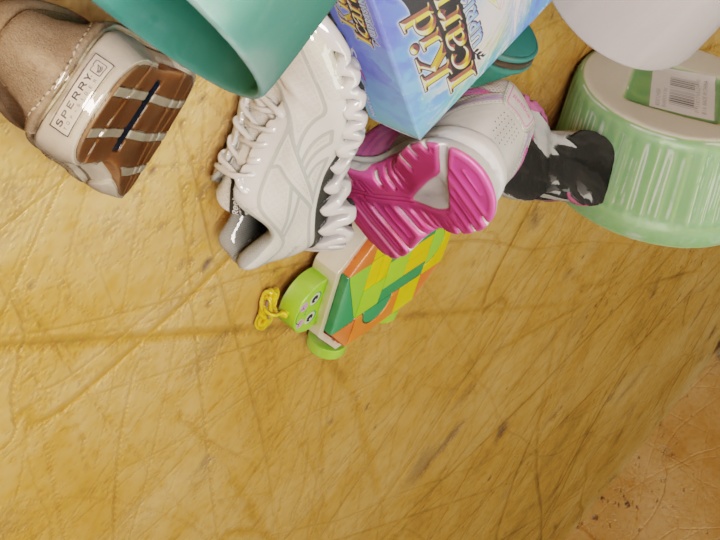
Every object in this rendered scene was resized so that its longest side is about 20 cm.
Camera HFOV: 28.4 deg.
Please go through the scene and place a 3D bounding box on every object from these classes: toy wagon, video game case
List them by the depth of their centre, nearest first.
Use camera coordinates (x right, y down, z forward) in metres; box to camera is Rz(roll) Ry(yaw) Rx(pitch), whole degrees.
[{"bbox_3d":[0.051,-0.204,0.771,0.181,0.045,0.201,-46,140,-19],"label":"video game case"},{"bbox_3d":[0.000,0.000,1.062,0.199,0.039,0.156,-34,151,-43],"label":"toy wagon"}]

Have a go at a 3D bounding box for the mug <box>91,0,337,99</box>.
[{"bbox_3d":[-0.066,-0.160,0.513,0.115,0.151,0.185,-53,159,-7],"label":"mug"}]

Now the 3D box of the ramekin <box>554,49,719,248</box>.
[{"bbox_3d":[0.266,-0.118,1.243,0.199,0.199,0.098,-33,144,-42],"label":"ramekin"}]

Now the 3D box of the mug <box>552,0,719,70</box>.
[{"bbox_3d":[0.209,-0.250,0.943,0.148,0.188,0.153,-21,172,-30],"label":"mug"}]

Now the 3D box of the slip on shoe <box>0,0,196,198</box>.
[{"bbox_3d":[-0.124,-0.079,0.642,0.076,0.060,0.200,-57,180,3],"label":"slip on shoe"}]

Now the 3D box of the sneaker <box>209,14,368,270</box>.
[{"bbox_3d":[-0.045,-0.074,0.815,0.080,0.075,0.201,-23,142,-21],"label":"sneaker"}]

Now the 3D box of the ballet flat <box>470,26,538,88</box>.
[{"bbox_3d":[0.049,-0.145,0.929,0.070,0.068,0.199,-37,168,27],"label":"ballet flat"}]

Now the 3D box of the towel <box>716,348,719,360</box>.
[{"bbox_3d":[0.806,0.096,2.960,0.132,0.034,0.201,-38,153,-40],"label":"towel"}]

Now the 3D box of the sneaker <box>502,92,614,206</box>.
[{"bbox_3d":[0.114,-0.087,1.125,0.199,0.086,0.081,19,77,-47],"label":"sneaker"}]

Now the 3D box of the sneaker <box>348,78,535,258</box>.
[{"bbox_3d":[0.045,-0.067,0.894,0.088,0.082,0.199,-45,-160,-24],"label":"sneaker"}]
